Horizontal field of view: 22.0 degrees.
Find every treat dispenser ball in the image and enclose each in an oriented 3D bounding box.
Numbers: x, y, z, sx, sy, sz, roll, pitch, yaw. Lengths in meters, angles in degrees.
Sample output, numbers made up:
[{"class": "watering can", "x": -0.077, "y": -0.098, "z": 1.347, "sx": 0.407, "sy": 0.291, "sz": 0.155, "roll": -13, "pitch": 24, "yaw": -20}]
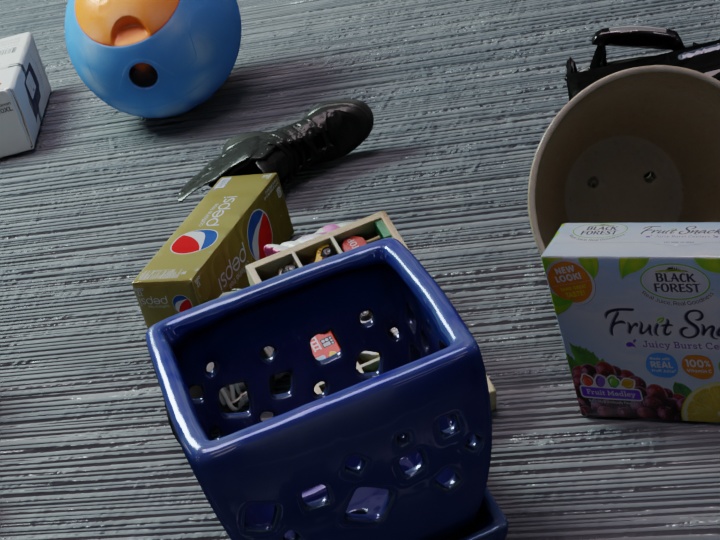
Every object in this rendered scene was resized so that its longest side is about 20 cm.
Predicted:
[{"class": "treat dispenser ball", "x": -0.235, "y": -0.274, "z": 2.100, "sx": 0.200, "sy": 0.202, "sz": 0.201, "roll": -13, "pitch": 27, "yaw": 7}]

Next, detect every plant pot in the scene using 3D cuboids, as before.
[{"class": "plant pot", "x": -0.017, "y": 0.117, "z": 1.257, "sx": 0.199, "sy": 0.180, "sz": 0.200, "roll": -21, "pitch": 28, "yaw": -8}]

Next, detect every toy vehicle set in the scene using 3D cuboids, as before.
[{"class": "toy vehicle set", "x": 0.006, "y": 0.051, "z": 1.444, "sx": 0.124, "sy": 0.027, "sz": 0.200, "roll": -23, "pitch": 54, "yaw": -12}]

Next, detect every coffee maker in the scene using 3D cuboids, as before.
[{"class": "coffee maker", "x": 0.291, "y": -0.126, "z": 1.631, "sx": 0.199, "sy": 0.135, "sz": 0.193, "roll": -12, "pitch": 52, "yaw": 11}]

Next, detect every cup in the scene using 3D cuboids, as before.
[{"class": "cup", "x": 0.223, "y": -0.058, "z": 1.477, "sx": 0.199, "sy": 0.201, "sz": 0.143, "roll": -18, "pitch": 3, "yaw": -2}]

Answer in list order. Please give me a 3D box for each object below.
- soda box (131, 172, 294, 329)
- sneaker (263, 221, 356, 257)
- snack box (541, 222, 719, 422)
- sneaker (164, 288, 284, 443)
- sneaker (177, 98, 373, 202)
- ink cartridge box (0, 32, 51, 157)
[{"class": "soda box", "x": -0.131, "y": -0.012, "z": 1.691, "sx": 0.064, "sy": 0.068, "sz": 0.200, "roll": -2, "pitch": 30, "yaw": 25}, {"class": "sneaker", "x": 0.000, "y": 0.000, "z": 1.579, "sx": 0.088, "sy": 0.082, "sz": 0.200, "roll": -30, "pitch": 30, "yaw": -22}, {"class": "snack box", "x": 0.240, "y": 0.037, "z": 1.304, "sx": 0.199, "sy": 0.143, "sz": 0.053, "roll": 0, "pitch": 31, "yaw": 30}, {"class": "sneaker", "x": -0.094, "y": 0.069, "z": 1.508, "sx": 0.088, "sy": 0.074, "sz": 0.200, "roll": -6, "pitch": 29, "yaw": 24}, {"class": "sneaker", "x": -0.083, "y": -0.109, "z": 1.862, "sx": 0.199, "sy": 0.060, "sz": 0.104, "roll": -16, "pitch": 25, "yaw": 12}, {"class": "ink cartridge box", "x": -0.460, "y": -0.200, "z": 2.216, "sx": 0.144, "sy": 0.085, "sz": 0.200, "roll": -15, "pitch": 26, "yaw": 4}]
